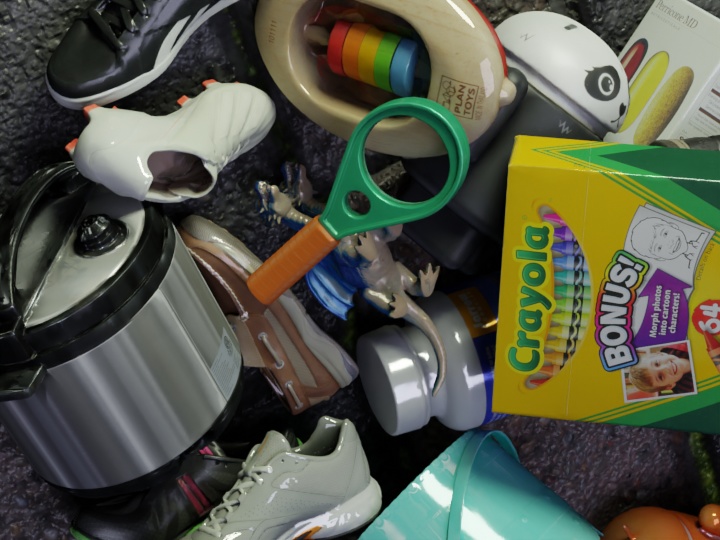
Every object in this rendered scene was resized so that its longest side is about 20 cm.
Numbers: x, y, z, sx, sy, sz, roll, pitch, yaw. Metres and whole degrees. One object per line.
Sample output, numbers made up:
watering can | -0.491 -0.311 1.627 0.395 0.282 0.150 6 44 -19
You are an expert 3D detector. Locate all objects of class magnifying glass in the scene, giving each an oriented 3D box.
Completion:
magnifying glass | -0.006 -0.042 1.196 0.200 0.022 0.080 -41 93 27

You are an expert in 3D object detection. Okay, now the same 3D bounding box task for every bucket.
bucket | 0.080 0.231 1.393 0.135 0.207 0.207 44 93 9

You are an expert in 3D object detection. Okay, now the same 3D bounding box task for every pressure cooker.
pressure cooker | -0.187 0.030 1.192 0.178 0.176 0.200 -34 128 -10

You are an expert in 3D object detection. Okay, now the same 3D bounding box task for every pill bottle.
pill bottle | 0.103 0.060 1.379 0.199 0.112 0.113 -17 121 -16

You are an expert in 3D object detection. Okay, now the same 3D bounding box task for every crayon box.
crayon box | 0.184 0.012 1.234 0.172 0.058 0.201 4 118 6

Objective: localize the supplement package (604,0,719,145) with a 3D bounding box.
supplement package | 0.242 -0.096 1.363 0.109 0.114 0.200 26 102 -34

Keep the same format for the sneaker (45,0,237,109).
sneaker | -0.136 -0.199 1.140 0.200 0.073 0.112 -40 152 -12

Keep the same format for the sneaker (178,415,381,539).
sneaker | -0.079 0.171 1.309 0.199 0.076 0.092 -26 115 -30

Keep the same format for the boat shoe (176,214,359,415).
boat shoe | -0.079 0.040 1.306 0.072 0.076 0.200 -44 123 -4

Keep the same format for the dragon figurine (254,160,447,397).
dragon figurine | 0.000 0.000 1.298 0.059 0.099 0.200 -49 120 -26

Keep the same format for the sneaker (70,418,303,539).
sneaker | -0.134 0.163 1.354 0.199 0.077 0.084 -17 115 -27

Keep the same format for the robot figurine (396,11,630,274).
robot figurine | 0.112 -0.094 1.295 0.125 0.150 0.200 35 99 -18

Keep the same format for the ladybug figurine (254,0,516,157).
ladybug figurine | 0.022 -0.152 1.204 0.072 0.199 0.136 -33 142 -51

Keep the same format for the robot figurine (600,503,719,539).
robot figurine | 0.288 0.278 1.575 0.199 0.144 0.117 18 67 -31

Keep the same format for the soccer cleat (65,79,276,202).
soccer cleat | -0.114 -0.081 1.186 0.200 0.077 0.069 -19 142 -55

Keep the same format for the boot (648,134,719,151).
boot | 0.287 -0.020 1.314 0.150 0.073 0.201 -16 116 -17
